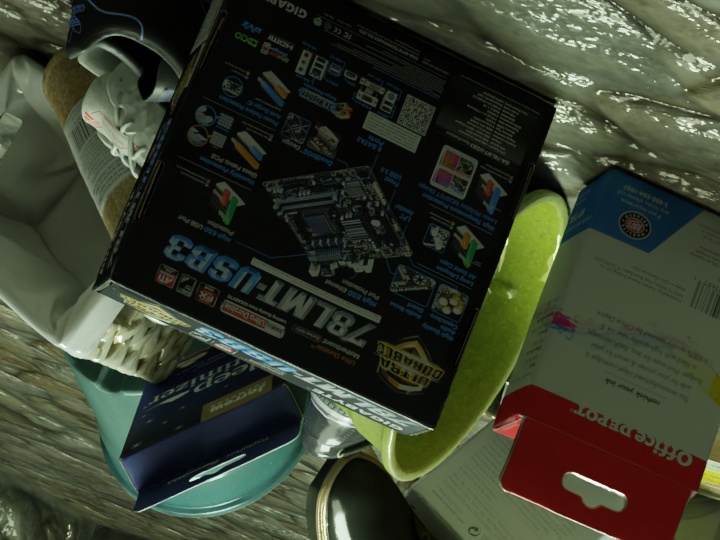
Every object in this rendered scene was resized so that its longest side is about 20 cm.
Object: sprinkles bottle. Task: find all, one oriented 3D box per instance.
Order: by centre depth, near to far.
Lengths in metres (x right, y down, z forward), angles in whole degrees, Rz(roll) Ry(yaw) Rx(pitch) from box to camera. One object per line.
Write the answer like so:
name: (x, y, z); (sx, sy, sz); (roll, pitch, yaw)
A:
sprinkles bottle: (-0.135, -0.059, 1.527); (0.068, 0.068, 0.200); (38, -161, -50)

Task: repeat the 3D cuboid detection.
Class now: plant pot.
plant pot: (0.000, 0.000, 1.562); (0.184, 0.201, 0.200); (29, 170, 19)
plant pot: (-0.154, 0.078, 2.090); (0.199, 0.201, 0.196); (16, 158, 22)

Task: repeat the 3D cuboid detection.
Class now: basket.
basket: (-0.184, -0.030, 1.689); (0.200, 0.136, 0.123); (40, -177, 37)

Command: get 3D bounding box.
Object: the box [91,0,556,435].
box: (-0.017, -0.040, 1.357); (0.199, 0.199, 0.050); (24, 166, -12)

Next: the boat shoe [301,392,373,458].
boat shoe: (0.025, 0.082, 1.691); (0.070, 0.066, 0.200); (35, -151, 17)

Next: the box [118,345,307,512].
box: (-0.091, 0.087, 1.635); (0.033, 0.121, 0.200); (63, -171, -16)

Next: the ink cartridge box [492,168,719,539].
ink cartridge box: (0.155, 0.058, 1.461); (0.116, 0.201, 0.067); (24, 166, -8)

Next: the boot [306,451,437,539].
boot: (0.052, 0.202, 1.693); (0.138, 0.078, 0.200); (22, 157, 35)

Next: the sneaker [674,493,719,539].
sneaker: (0.244, 0.176, 1.696); (0.079, 0.200, 0.074); (26, 140, 21)

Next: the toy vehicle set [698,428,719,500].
toy vehicle set: (0.236, 0.125, 1.607); (0.199, 0.027, 0.124); (17, 167, 21)

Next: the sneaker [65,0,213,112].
sneaker: (-0.073, -0.114, 1.415); (0.199, 0.078, 0.070); (26, 165, -16)

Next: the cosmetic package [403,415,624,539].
cosmetic package: (0.118, 0.182, 1.854); (0.123, 0.200, 0.200); (46, 151, 9)

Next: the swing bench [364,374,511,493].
swing bench: (0.004, 0.073, 1.904); (0.200, 0.130, 0.199); (42, 170, 9)

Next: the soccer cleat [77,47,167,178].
soccer cleat: (-0.118, -0.079, 1.453); (0.085, 0.069, 0.200); (7, -143, -19)
